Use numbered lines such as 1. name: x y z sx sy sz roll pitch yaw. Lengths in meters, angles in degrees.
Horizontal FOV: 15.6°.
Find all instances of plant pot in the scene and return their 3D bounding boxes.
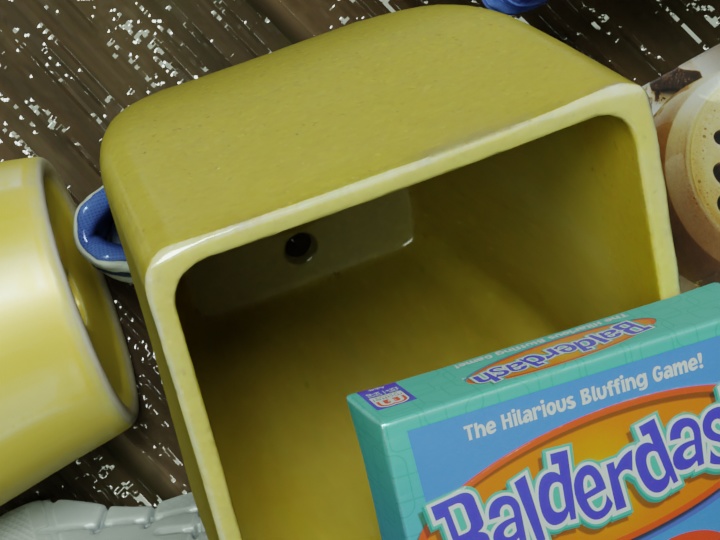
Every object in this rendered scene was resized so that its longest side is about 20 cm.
1. plant pot: -0.208 0.041 1.175 0.189 0.201 0.201 -19 87 2
2. plant pot: 0.000 0.000 1.046 0.195 0.200 0.194 -20 123 -11

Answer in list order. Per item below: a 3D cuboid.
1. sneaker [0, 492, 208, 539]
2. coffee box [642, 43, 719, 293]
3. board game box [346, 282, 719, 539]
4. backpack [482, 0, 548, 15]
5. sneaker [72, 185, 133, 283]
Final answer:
1. sneaker: -0.080 0.152 1.206 0.200 0.077 0.082 1 120 18
2. coffee box: 0.181 -0.046 1.095 0.200 0.080 0.113 -29 83 17
3. board game box: 0.091 0.121 0.973 0.152 0.045 0.200 -17 106 -13
4. backpack: 0.069 -0.185 1.077 0.200 0.183 0.135 -17 105 31
5. sneaker: -0.036 -0.047 1.160 0.200 0.088 0.075 -32 82 15
